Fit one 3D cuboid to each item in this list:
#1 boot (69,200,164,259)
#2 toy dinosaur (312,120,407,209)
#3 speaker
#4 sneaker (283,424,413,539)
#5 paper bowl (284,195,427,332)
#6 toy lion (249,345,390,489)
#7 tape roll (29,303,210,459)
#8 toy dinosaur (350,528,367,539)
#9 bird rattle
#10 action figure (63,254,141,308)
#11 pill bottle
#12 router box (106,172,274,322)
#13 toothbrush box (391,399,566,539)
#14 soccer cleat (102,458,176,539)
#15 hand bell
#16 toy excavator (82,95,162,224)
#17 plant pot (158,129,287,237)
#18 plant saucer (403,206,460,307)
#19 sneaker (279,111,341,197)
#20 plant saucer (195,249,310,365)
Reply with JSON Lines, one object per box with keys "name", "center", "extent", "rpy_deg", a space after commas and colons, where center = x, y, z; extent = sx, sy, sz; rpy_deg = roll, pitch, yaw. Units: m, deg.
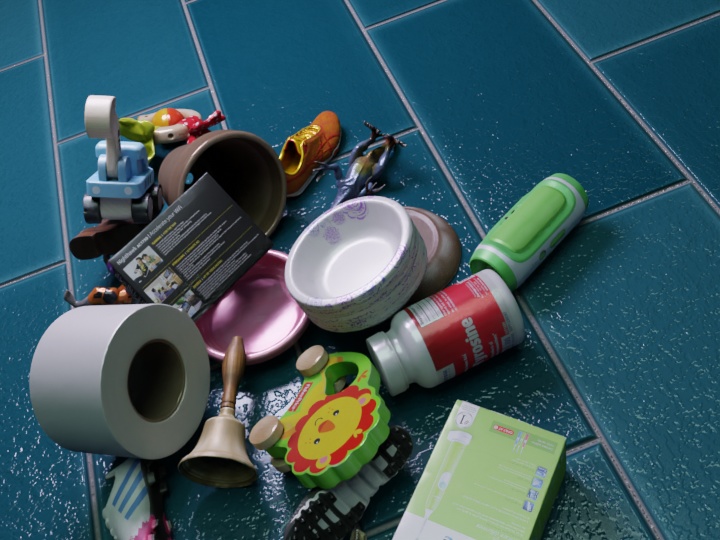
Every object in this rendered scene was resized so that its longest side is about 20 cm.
{"name": "boot", "center": [-0.357, -0.080, 1.402], "extent": [0.184, 0.065, 0.200], "rpy_deg": [1, 24, 13]}
{"name": "toy dinosaur", "center": [0.006, -0.145, 1.413], "extent": [0.104, 0.200, 0.183], "rpy_deg": [31, 99, 20]}
{"name": "speaker", "center": [0.250, -0.055, 1.255], "extent": [0.088, 0.089, 0.200], "rpy_deg": [32, 65, 33]}
{"name": "sneaker", "center": [-0.021, 0.270, 1.066], "extent": [0.200, 0.067, 0.090], "rpy_deg": [-44, 13, -14]}
{"name": "paper bowl", "center": [0.000, 0.000, 1.205], "extent": [0.199, 0.105, 0.202], "rpy_deg": [-18, 45, 19]}
{"name": "toy lion", "center": [-0.035, 0.186, 1.085], "extent": [0.190, 0.069, 0.201], "rpy_deg": [-8, 38, 42]}
{"name": "tape roll", "center": [-0.318, 0.147, 1.138], "extent": [0.138, 0.203, 0.204], "rpy_deg": [-4, 49, 31]}
{"name": "toy dinosaur", "center": [0.019, 0.396, 0.969], "extent": [0.087, 0.048, 0.202], "rpy_deg": [-16, 46, 23]}
{"name": "bird rattle", "center": [-0.351, -0.270, 1.578], "extent": [0.198, 0.114, 0.163], "rpy_deg": [-19, 33, -6]}
{"name": "action figure", "center": [-0.339, 0.027, 1.355], "extent": [0.191, 0.106, 0.200], "rpy_deg": [14, 28, 16]}
{"name": "pill bottle", "center": [0.113, 0.088, 1.154], "extent": [0.198, 0.113, 0.113], "rpy_deg": [-26, 50, -7]}
{"name": "router box", "center": [-0.248, -0.022, 1.248], "extent": [0.149, 0.051, 0.200], "rpy_deg": [47, 70, -6]}
{"name": "toothbrush box", "center": [0.146, 0.277, 1.009], "extent": [0.144, 0.087, 0.201], "rpy_deg": [15, 56, 24]}
{"name": "soccer cleat", "center": [-0.290, 0.332, 1.093], "extent": [0.086, 0.070, 0.201], "rpy_deg": [-25, 44, 6]}
{"name": "hand bell", "center": [-0.178, 0.180, 1.151], "extent": [0.103, 0.105, 0.202], "rpy_deg": [-4, 53, 11]}
{"name": "toy excavator", "center": [-0.364, -0.166, 1.258], "extent": [0.099, 0.202, 0.195], "rpy_deg": [1, 19, -1]}
{"name": "plant pot", "center": [-0.246, -0.141, 1.401], "extent": [0.200, 0.201, 0.174], "rpy_deg": [-42, 35, -20]}
{"name": "plant saucer", "center": [0.056, -0.033, 1.318], "extent": [0.198, 0.037, 0.202], "rpy_deg": [-7, 49, 9]}
{"name": "sneaker", "center": [-0.091, -0.215, 1.477], "extent": [0.072, 0.078, 0.201], "rpy_deg": [12, 54, 24]}
{"name": "plant saucer", "center": [-0.162, 0.061, 1.282], "extent": [0.198, 0.051, 0.202], "rpy_deg": [-6, 54, 8]}
